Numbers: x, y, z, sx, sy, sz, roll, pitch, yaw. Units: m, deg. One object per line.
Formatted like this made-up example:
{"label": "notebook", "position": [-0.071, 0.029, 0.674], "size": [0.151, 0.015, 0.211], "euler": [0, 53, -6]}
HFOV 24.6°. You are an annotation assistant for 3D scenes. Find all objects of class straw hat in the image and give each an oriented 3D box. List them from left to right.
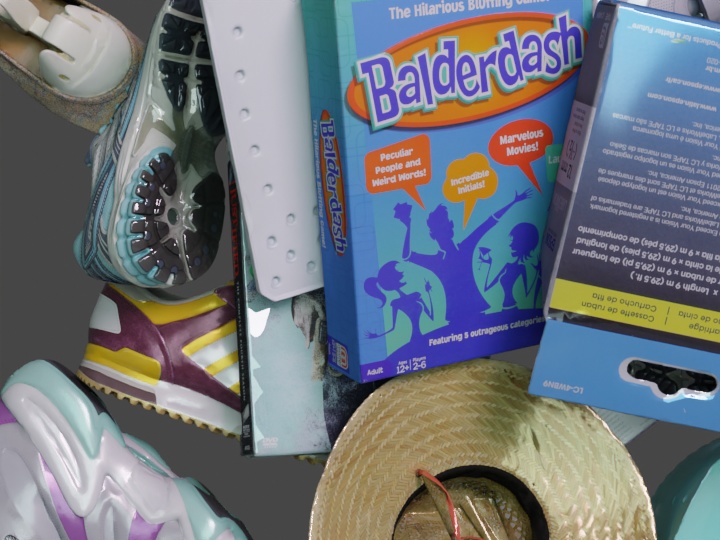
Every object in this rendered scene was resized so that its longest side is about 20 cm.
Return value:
{"label": "straw hat", "position": [0.052, 0.152, 0.880], "size": [0.200, 0.085, 0.202], "euler": [7, 64, -15]}

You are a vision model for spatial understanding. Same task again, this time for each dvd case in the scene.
{"label": "dvd case", "position": [0.000, 0.000, 0.913], "size": [0.145, 0.022, 0.201], "euler": [0, 80, -20]}

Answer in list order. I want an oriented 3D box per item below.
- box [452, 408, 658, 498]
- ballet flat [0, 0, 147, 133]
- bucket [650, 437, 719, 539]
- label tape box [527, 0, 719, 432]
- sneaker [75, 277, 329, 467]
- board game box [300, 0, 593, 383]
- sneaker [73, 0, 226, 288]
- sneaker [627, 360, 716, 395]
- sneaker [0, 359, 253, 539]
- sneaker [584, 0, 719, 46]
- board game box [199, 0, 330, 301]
{"label": "box", "position": [0.104, 0.114, 0.960], "size": [0.200, 0.039, 0.041], "euler": [-37, 86, -9]}
{"label": "ballet flat", "position": [-0.191, -0.141, 0.959], "size": [0.200, 0.067, 0.068], "euler": [31, 81, 0]}
{"label": "bucket", "position": [0.252, 0.174, 0.915], "size": [0.206, 0.135, 0.208], "euler": [1, 82, -4]}
{"label": "label tape box", "position": [0.171, -0.025, 0.844], "size": [0.143, 0.066, 0.201], "euler": [11, 101, -5]}
{"label": "sneaker", "position": [-0.057, 0.052, 0.938], "size": [0.199, 0.075, 0.090], "euler": [18, 86, -3]}
{"label": "board game box", "position": [0.051, -0.054, 0.865], "size": [0.152, 0.045, 0.201], "euler": [-11, 106, -24]}
{"label": "sneaker", "position": [-0.117, -0.084, 0.929], "size": [0.078, 0.086, 0.201], "euler": [34, 61, -38]}
{"label": "sneaker", "position": [0.233, 0.045, 0.929], "size": [0.199, 0.080, 0.078], "euler": [7, 85, 12]}
{"label": "sneaker", "position": [-0.151, 0.161, 0.921], "size": [0.200, 0.078, 0.140], "euler": [41, 86, 6]}
{"label": "sneaker", "position": [0.206, -0.168, 0.877], "size": [0.115, 0.075, 0.200], "euler": [26, 78, 36]}
{"label": "board game box", "position": [0.015, -0.106, 0.876], "size": [0.199, 0.026, 0.201], "euler": [-17, 109, -22]}
